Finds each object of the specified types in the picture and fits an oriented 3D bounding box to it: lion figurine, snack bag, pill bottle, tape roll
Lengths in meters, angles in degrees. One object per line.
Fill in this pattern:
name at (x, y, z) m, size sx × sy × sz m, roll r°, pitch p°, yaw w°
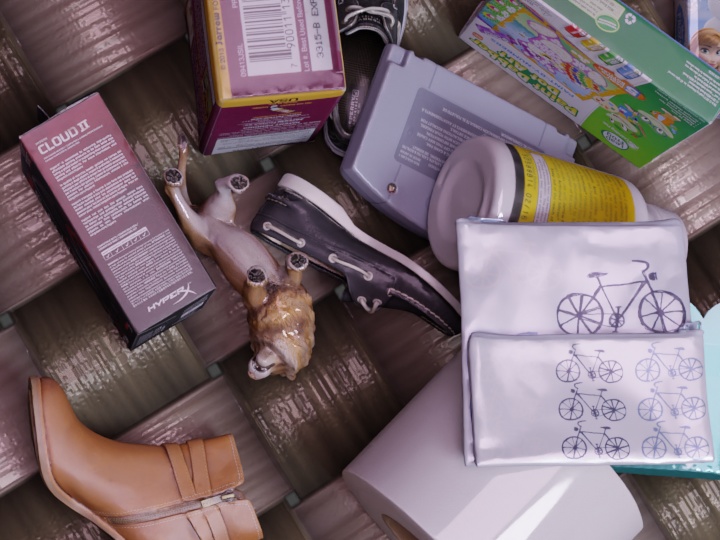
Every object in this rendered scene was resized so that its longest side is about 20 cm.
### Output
lion figurine at (-0.099, -0.009, 1.641) m, size 0.072 × 0.123 × 0.200 m, roll -26°, pitch 71°, yaw -16°
snack bag at (0.168, 0.051, 1.512) m, size 0.188 × 0.021 × 0.200 m, roll 0°, pitch 73°, yaw -4°
pill bottle at (0.164, -0.034, 1.636) m, size 0.200 × 0.111 × 0.112 m, roll 14°, pitch 80°, yaw -27°
tape roll at (0.102, 0.181, 1.586) m, size 0.139 × 0.203 × 0.203 m, roll -44°, pitch 91°, yaw -11°

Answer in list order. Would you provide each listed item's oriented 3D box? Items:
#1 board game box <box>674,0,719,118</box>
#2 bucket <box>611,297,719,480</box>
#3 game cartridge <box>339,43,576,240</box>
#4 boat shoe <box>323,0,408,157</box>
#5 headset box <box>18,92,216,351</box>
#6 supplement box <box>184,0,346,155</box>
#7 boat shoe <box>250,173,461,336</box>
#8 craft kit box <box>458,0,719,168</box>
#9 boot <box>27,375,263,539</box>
board game box at (0.376, -0.233, 1.763) m, size 0.200 × 0.043 × 0.199 m, roll 1°, pitch 81°, yaw -8°
bucket at (0.263, 0.100, 1.626) m, size 0.207 × 0.207 × 0.135 m, roll 6°, pitch 83°, yaw -8°
game cartridge at (0.081, -0.088, 1.673) m, size 0.200 × 0.040 × 0.134 m, roll 26°, pitch 75°, yaw -26°
boat shoe at (0.007, -0.196, 1.687) m, size 0.072 × 0.071 × 0.200 m, roll 4°, pitch 82°, yaw -8°
headset box at (-0.201, -0.044, 1.596) m, size 0.075 × 0.149 × 0.200 m, roll -31°, pitch 89°, yaw -11°
supplement box at (-0.080, -0.178, 1.606) m, size 0.103 × 0.200 × 0.131 m, roll -6°, pitch 84°, yaw -10°
boat shoe at (0.000, 0.000, 1.660) m, size 0.200 × 0.074 × 0.060 m, roll 37°, pitch 79°, yaw 1°
craft kit box at (0.189, -0.173, 1.649) m, size 0.200 × 0.198 × 0.049 m, roll 35°, pitch 82°, yaw -2°
boot at (-0.174, 0.158, 1.608) m, size 0.155 × 0.077 × 0.200 m, roll -20°, pitch 89°, yaw -9°
